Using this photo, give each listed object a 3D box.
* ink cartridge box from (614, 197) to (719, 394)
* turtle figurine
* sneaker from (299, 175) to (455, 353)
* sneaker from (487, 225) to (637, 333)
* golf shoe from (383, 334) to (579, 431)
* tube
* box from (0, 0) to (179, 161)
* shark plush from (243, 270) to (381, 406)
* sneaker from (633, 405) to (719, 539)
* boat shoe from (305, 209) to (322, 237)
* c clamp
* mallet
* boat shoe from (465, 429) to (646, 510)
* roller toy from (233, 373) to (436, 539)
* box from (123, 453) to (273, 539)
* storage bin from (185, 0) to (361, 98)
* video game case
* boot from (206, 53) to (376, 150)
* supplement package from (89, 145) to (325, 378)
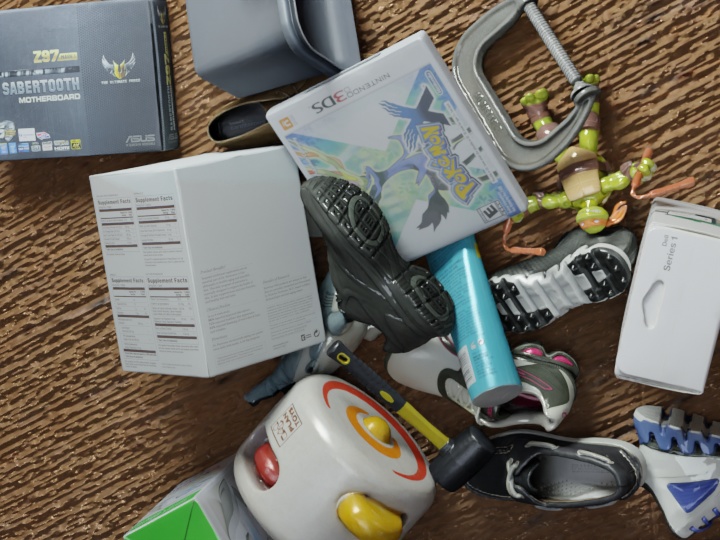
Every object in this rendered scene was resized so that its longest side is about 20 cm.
[{"bbox_3d":[0.293,0.020,1.441,0.084,0.200,0.146,13,102,9],"label":"ink cartridge box"},{"bbox_3d":[0.220,-0.103,1.491,0.200,0.064,0.162,-20,71,29],"label":"turtle figurine"},{"bbox_3d":[0.000,0.000,1.494,0.091,0.076,0.200,-35,93,34],"label":"sneaker"},{"bbox_3d":[0.194,0.005,1.533,0.200,0.091,0.067,-22,108,40],"label":"sneaker"},{"bbox_3d":[0.116,0.108,1.548,0.199,0.088,0.077,6,125,14],"label":"golf shoe"},{"bbox_3d":[0.105,0.034,1.520,0.077,0.050,0.200,-38,58,40],"label":"tube"},{"bbox_3d":[-0.294,-0.198,1.615,0.199,0.051,0.158,-2,98,13],"label":"box"},{"bbox_3d":[-0.045,0.068,1.615,0.083,0.091,0.200,52,124,24],"label":"shark plush"},{"bbox_3d":[0.357,0.212,1.530,0.199,0.081,0.115,15,106,17],"label":"sneaker"},{"bbox_3d":[0.006,-0.097,1.560,0.200,0.074,0.060,-30,50,31],"label":"boat shoe"},{"bbox_3d":[0.166,-0.203,1.489,0.171,0.027,0.200,-34,64,25],"label":"c clamp"},{"bbox_3d":[0.052,0.132,1.527,0.066,0.041,0.200,-38,107,12],"label":"mallet"},{"bbox_3d":[0.181,0.203,1.541,0.200,0.060,0.074,0,101,31],"label":"boat shoe"},{"bbox_3d":[-0.022,0.200,1.549,0.182,0.200,0.140,44,105,9],"label":"roller toy"},{"bbox_3d":[-0.132,0.312,1.598,0.097,0.176,0.200,-29,92,16],"label":"box"},{"bbox_3d":[-0.100,-0.268,1.498,0.134,0.145,0.200,-19,70,24],"label":"storage bin"},{"bbox_3d":[0.035,-0.106,1.486,0.182,0.022,0.200,-24,112,27],"label":"video game case"},{"bbox_3d":[-0.060,-0.163,1.557,0.200,0.075,0.074,-18,93,14],"label":"boot"},{"bbox_3d":[-0.151,-0.011,1.536,0.150,0.152,0.201,-1,101,48],"label":"supplement package"}]
